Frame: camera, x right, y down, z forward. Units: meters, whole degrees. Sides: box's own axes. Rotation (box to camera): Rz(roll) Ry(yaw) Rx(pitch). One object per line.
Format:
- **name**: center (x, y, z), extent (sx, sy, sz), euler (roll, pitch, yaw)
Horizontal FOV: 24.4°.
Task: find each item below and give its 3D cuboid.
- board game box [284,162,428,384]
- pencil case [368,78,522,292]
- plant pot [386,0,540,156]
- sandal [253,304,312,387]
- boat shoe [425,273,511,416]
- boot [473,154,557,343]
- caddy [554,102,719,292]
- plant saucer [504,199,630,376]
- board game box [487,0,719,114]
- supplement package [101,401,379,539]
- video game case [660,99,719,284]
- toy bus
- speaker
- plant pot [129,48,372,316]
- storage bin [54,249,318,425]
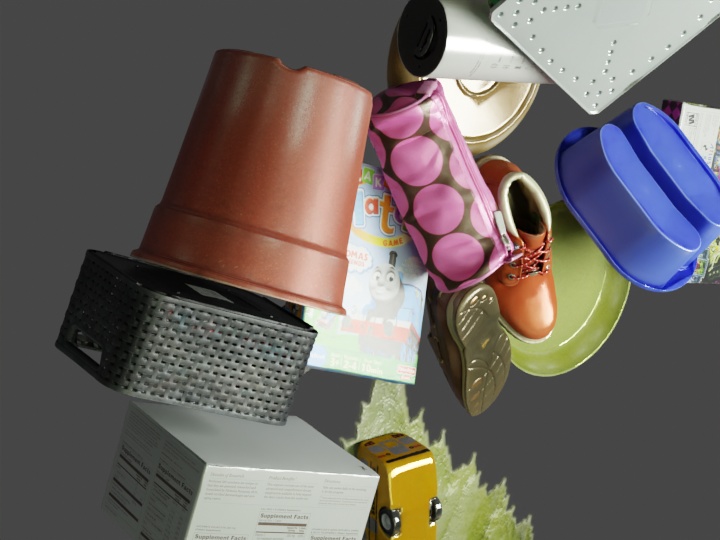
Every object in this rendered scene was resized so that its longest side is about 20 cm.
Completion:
- **board game box**: center (0.000, 0.000, 1.613), extent (0.150, 0.036, 0.203), euler (12, 81, -38)
- **pencil case**: center (0.078, -0.085, 1.595), extent (0.091, 0.093, 0.202), euler (-38, 107, -39)
- **plant pot**: center (0.114, -0.207, 1.661), extent (0.198, 0.027, 0.203), euler (-13, 114, -32)
- **sandal**: center (-0.020, 0.053, 1.645), extent (0.199, 0.045, 0.076), euler (-27, 121, -26)
- **boat shoe**: center (0.108, 0.071, 1.734), extent (0.072, 0.067, 0.201), euler (-40, 142, -21)
- **boot**: center (0.163, -0.014, 1.686), extent (0.074, 0.107, 0.202), euler (-22, 104, -14)
- **caddy**: center (0.291, -0.075, 1.749), extent (0.141, 0.105, 0.201), euler (-31, 82, -41)
- **plant saucer**: center (0.213, 0.015, 1.811), extent (0.198, 0.031, 0.203), euler (-13, 113, -33)
- **board game box**: center (0.241, -0.257, 1.543), extent (0.199, 0.026, 0.199), euler (-38, 138, 17)
- **supplement package**: center (-0.113, 0.207, 1.561), extent (0.198, 0.155, 0.112), euler (10, 102, -38)
- **video game case**: center (0.386, -0.085, 1.881), extent (0.180, 0.036, 0.203), euler (1, 103, -43)
- **toy bus**: center (0.037, 0.280, 1.748), extent (0.064, 0.078, 0.203), euler (-12, 113, -33)
- **speaker**: center (0.134, -0.221, 1.602), extent (0.198, 0.081, 0.082), euler (-3, 108, -35)
- **plant pot**: center (-0.081, -0.080, 1.470), extent (0.199, 0.200, 0.198), euler (16, 89, -39)
- **storage bin**: center (-0.154, 0.060, 1.490), extent (0.198, 0.135, 0.095), euler (15, 98, -38)
